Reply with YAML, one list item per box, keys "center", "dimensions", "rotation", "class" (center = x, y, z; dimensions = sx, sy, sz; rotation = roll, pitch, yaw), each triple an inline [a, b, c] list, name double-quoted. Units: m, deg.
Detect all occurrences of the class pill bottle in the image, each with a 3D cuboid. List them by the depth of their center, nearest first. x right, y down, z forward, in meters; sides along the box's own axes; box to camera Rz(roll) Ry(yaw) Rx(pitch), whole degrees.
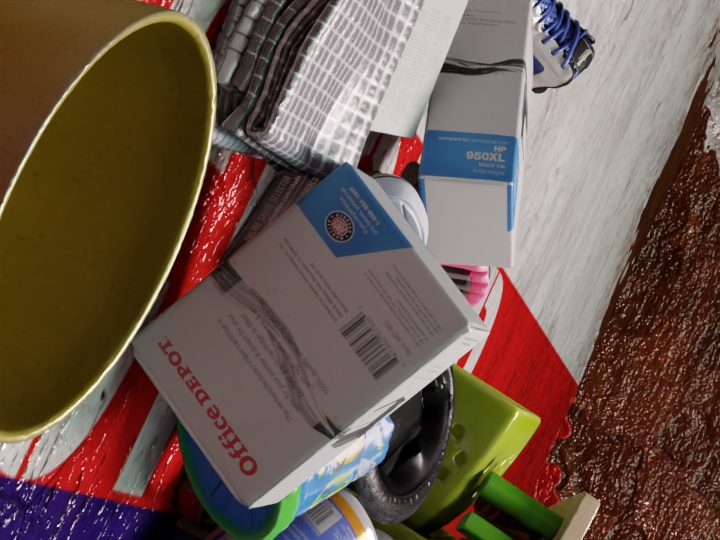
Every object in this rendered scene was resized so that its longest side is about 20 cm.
- center: [-0.088, 0.257, 1.537]
  dimensions: [0.200, 0.112, 0.112]
  rotation: [-36, 150, -32]
  class: "pill bottle"

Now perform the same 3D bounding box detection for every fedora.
- center: [0.006, 0.122, 1.627]
  dimensions: [0.200, 0.091, 0.202]
  rotation: [-17, 109, -63]
  class: "fedora"

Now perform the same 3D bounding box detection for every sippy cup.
- center: [-0.051, 0.124, 1.454]
  dimensions: [0.130, 0.177, 0.141]
  rotation: [-18, 94, -36]
  class: "sippy cup"

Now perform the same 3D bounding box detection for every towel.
- center: [-0.027, -0.161, 1.280]
  dimensions: [0.201, 0.085, 0.166]
  rotation: [-66, 164, 1]
  class: "towel"

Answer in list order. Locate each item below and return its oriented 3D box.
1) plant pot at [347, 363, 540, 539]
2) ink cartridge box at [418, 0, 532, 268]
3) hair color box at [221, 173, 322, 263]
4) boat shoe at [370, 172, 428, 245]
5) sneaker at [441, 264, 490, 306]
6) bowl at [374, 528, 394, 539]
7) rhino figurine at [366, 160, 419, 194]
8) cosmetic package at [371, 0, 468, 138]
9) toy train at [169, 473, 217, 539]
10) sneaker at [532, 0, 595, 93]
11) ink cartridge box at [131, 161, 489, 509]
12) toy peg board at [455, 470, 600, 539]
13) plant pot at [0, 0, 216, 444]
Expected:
- center: [0.039, 0.163, 1.811]
  dimensions: [0.182, 0.198, 0.200]
  rotation: [-59, 166, 1]
  class: "plant pot"
- center: [0.103, -0.125, 1.661]
  dimensions: [0.145, 0.084, 0.201]
  rotation: [82, 14, -60]
  class: "ink cartridge box"
- center: [-0.050, 0.013, 1.511]
  dimensions: [0.111, 0.064, 0.200]
  rotation: [-59, 162, -25]
  class: "hair color box"
- center: [0.014, -0.024, 1.463]
  dimensions: [0.200, 0.071, 0.062]
  rotation: [93, -1, -61]
  class: "boat shoe"
- center: [0.111, -0.043, 1.991]
  dimensions: [0.201, 0.079, 0.096]
  rotation: [99, 9, -47]
  class: "sneaker"
- center: [-0.063, 0.303, 1.724]
  dimensions: [0.075, 0.198, 0.201]
  rotation: [-108, -157, -47]
  class: "bowl"
- center: [0.000, 0.000, 1.673]
  dimensions: [0.201, 0.060, 0.088]
  rotation: [-61, 162, -13]
  class: "rhino figurine"
- center: [0.024, -0.187, 1.487]
  dimensions: [0.152, 0.051, 0.200]
  rotation: [-66, 165, 7]
  class: "cosmetic package"
- center: [-0.129, 0.182, 1.548]
  dimensions: [0.046, 0.034, 0.201]
  rotation: [-38, 148, -54]
  class: "toy train"
- center: [0.170, -0.240, 1.791]
  dimensions: [0.081, 0.115, 0.200]
  rotation: [-57, 163, -35]
  class: "sneaker"
- center: [-0.035, 0.047, 1.313]
  dimensions: [0.200, 0.145, 0.084]
  rotation: [-39, 168, 8]
  class: "ink cartridge box"
- center: [0.105, 0.285, 1.754]
  dimensions: [0.201, 0.098, 0.199]
  rotation: [-58, -176, -20]
  class: "toy peg board"
- center: [-0.173, -0.045, 0.836]
  dimensions: [0.201, 0.141, 0.200]
  rotation: [-57, 163, -29]
  class: "plant pot"
